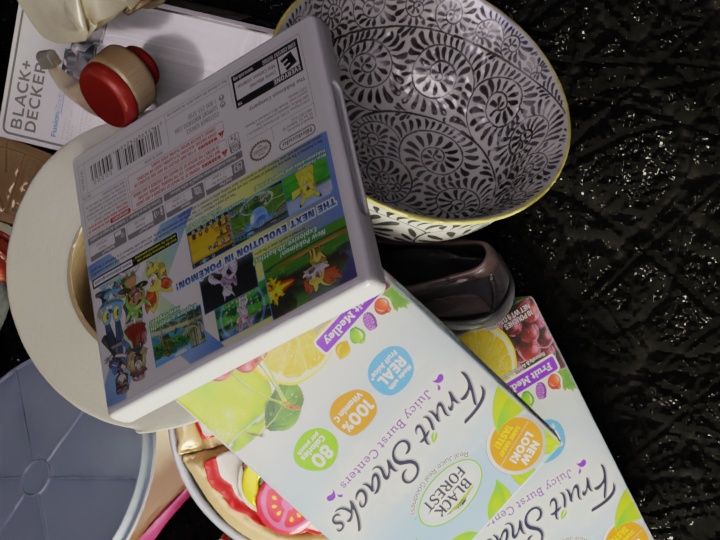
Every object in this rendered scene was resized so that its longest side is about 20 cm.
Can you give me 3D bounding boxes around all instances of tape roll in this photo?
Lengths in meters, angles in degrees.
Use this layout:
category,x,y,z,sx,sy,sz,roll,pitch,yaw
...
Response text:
category,x,y,z,sx,sy,sz,roll,pitch,yaw
tape roll,-0.135,0.003,1.239,0.201,0.037,0.205,1,92,18

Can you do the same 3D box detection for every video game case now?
category,x,y,z,sx,sy,sz,roll,pitch,yaw
video game case,-0.084,-0.030,1.138,0.199,0.022,0.184,-27,60,27

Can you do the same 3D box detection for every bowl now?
category,x,y,z,sx,sy,sz,roll,pitch,yaw
bowl,0.027,-0.087,1.227,0.200,0.201,0.094,31,142,3

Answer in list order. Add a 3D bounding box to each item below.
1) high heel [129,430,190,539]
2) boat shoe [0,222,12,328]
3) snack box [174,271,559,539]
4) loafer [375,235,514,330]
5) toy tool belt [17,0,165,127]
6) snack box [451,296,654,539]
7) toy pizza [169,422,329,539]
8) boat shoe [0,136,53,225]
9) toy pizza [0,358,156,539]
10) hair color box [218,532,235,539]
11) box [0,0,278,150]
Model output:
category,x,y,z,sx,sy,sz,roll,pitch,yaw
high heel,-0.150,0.144,1.321,0.067,0.096,0.200,40,105,1
boat shoe,-0.287,0.052,1.320,0.071,0.063,0.200,33,127,-3
snack box,0.003,0.086,1.176,0.200,0.053,0.142,43,92,-10
loafer,0.000,0.000,1.244,0.198,0.063,0.072,0,61,11
toy tool belt,-0.159,-0.205,1.193,0.124,0.123,0.201,1,128,52
snack box,0.094,0.137,1.267,0.141,0.053,0.201,-28,95,-17
toy pizza,-0.032,0.098,1.293,0.198,0.032,0.202,0,89,-2
boat shoe,-0.180,-0.038,1.310,0.198,0.065,0.073,20,93,9
toy pizza,-0.215,0.148,1.319,0.199,0.032,0.202,-17,57,28
hair color box,-0.028,0.268,1.340,0.199,0.061,0.102,30,104,3
box,-0.136,-0.125,1.287,0.198,0.060,0.118,15,102,8
